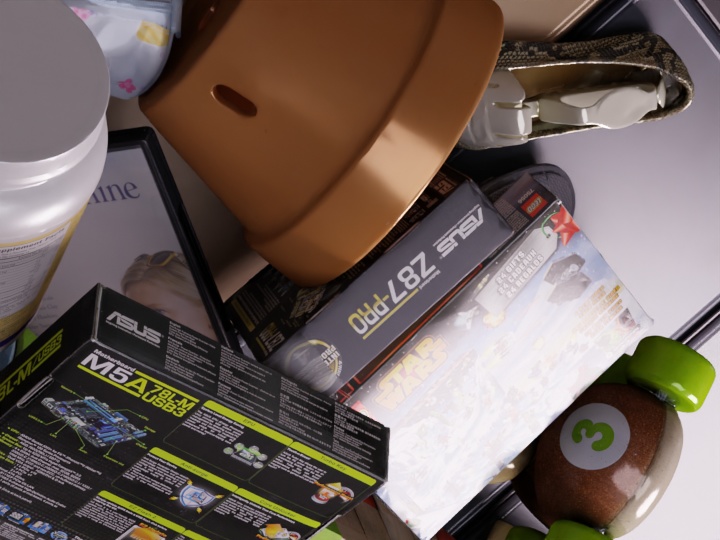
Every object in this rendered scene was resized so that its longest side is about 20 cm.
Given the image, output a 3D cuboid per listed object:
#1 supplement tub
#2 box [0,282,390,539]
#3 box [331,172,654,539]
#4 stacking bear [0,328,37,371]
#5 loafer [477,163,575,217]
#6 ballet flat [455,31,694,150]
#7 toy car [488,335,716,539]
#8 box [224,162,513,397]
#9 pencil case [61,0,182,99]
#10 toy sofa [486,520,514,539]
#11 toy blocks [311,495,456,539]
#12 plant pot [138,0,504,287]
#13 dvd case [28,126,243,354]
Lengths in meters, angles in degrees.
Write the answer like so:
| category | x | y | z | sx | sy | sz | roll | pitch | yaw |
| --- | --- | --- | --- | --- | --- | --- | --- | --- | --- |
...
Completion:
| category | x | y | z | sx | sy | sz | roll | pitch | yaw |
| --- | --- | --- | --- | --- | --- | --- | --- | --- | --- |
| supplement tub | -0.219 | -0.052 | 1.510 | 0.145 | 0.145 | 0.200 | 0 | 147 | -23 |
| box | -0.119 | 0.108 | 1.572 | 0.200 | 0.048 | 0.193 | 27 | 132 | -25 |
| box | 0.069 | 0.055 | 1.695 | 0.200 | 0.040 | 0.137 | -43 | 132 | -3 |
| stacking bear | -0.211 | 0.084 | 1.665 | 0.200 | 0.121 | 0.114 | 35 | 137 | -27 |
| loafer | 0.051 | -0.006 | 1.753 | 0.200 | 0.063 | 0.072 | -41 | 120 | -30 |
| ballet flat | 0.115 | -0.107 | 1.728 | 0.200 | 0.075 | 0.068 | -9 | 120 | -18 |
| toy car | 0.095 | 0.093 | 1.799 | 0.200 | 0.158 | 0.164 | 30 | 75 | -10 |
| box | 0.000 | 0.000 | 1.660 | 0.161 | 0.200 | 0.049 | -40 | 103 | -2 |
| pencil case | -0.201 | -0.156 | 1.561 | 0.200 | 0.083 | 0.091 | 14 | 147 | -29 |
| toy sofa | 0.145 | 0.257 | 1.949 | 0.200 | 0.098 | 0.083 | 40 | 73 | -34 |
| toy blocks | 0.018 | 0.188 | 1.823 | 0.200 | 0.137 | 0.100 | 29 | 106 | -25 |
| plant pot | -0.034 | -0.109 | 1.607 | 0.140 | 0.200 | 0.200 | 33 | 101 | -17 |
| dvd case | -0.158 | 0.006 | 1.669 | 0.143 | 0.018 | 0.200 | -7 | 126 | 19 |
